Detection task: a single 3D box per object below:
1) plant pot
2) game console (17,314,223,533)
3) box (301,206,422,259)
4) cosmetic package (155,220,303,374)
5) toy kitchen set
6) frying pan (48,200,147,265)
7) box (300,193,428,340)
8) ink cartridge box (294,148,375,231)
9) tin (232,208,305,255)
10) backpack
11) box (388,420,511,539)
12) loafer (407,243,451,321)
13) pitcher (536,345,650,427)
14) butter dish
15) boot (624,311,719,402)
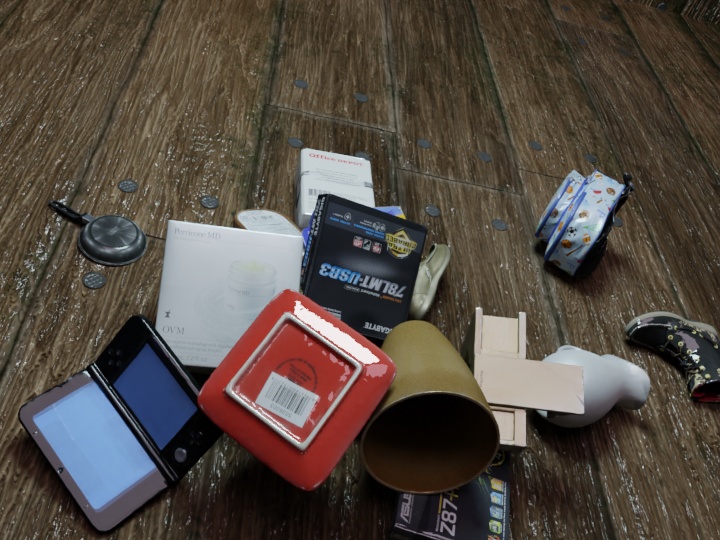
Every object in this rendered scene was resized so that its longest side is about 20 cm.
[{"bbox_3d":[0.086,0.170,1.062,0.182,0.189,0.202,10,33,-10],"label":"plant pot"},{"bbox_3d":[-0.303,0.189,0.971,0.201,0.176,0.116,48,20,12],"label":"game console"},{"bbox_3d":[-0.001,-0.052,1.315,0.196,0.042,0.121,-3,54,-28],"label":"box"},{"bbox_3d":[-0.193,0.047,1.112,0.195,0.123,0.205,6,77,-12],"label":"cosmetic package"},{"bbox_3d":[0.241,0.192,1.175,0.159,0.181,0.204,6,64,2],"label":"toy kitchen set"},{"bbox_3d":[-0.440,-0.081,1.303,0.114,0.031,0.190,-20,58,-38],"label":"frying pan"},{"bbox_3d":[0.000,0.000,1.234,0.197,0.203,0.049,17,-6,-28],"label":"box"},{"bbox_3d":[-0.052,-0.132,1.460,0.142,0.085,0.202,9,43,-13],"label":"ink cartridge box"},{"bbox_3d":[-0.155,-0.054,1.338,0.110,0.043,0.200,-11,35,-32],"label":"tin"},{"bbox_3d":[0.442,-0.094,1.539,0.152,0.202,0.192,22,47,12],"label":"backpack"},{"bbox_3d":[0.132,0.310,1.082,0.158,0.050,0.202,16,41,2],"label":"box"},{"bbox_3d":[0.111,0.013,1.373,0.066,0.077,0.201,26,41,-1],"label":"loafer"},{"bbox_3d":[0.358,0.180,1.273,0.197,0.124,0.171,-2,23,-36],"label":"pitcher"},{"bbox_3d":[-0.077,0.166,0.996,0.198,0.149,0.200,32,68,17],"label":"butter dish"},{"bbox_3d":[0.598,0.160,1.408,0.196,0.074,0.152,13,41,-16],"label":"boot"}]
